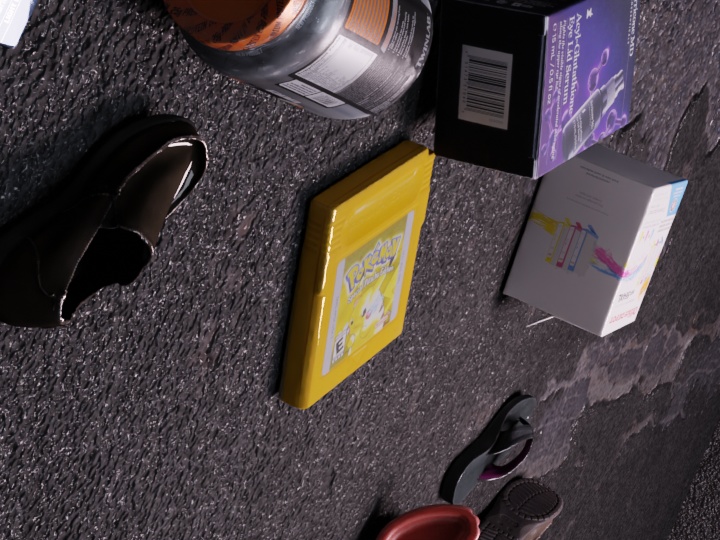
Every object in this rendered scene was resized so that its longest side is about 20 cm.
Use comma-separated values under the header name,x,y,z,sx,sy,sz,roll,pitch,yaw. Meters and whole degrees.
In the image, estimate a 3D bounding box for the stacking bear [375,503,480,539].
name,x,y,z,sx,sy,sz,roll,pitch,yaw
stacking bear,0.073,0.331,1.886,0.200,0.114,0.122,76,18,-72

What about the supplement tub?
name,x,y,z,sx,sy,sz,roll,pitch,yaw
supplement tub,-0.040,-0.171,1.101,0.123,0.123,0.200,-67,157,3

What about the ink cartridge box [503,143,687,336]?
name,x,y,z,sx,sy,sz,roll,pitch,yaw
ink cartridge box,0.255,-0.025,1.900,0.129,0.125,0.200,-15,125,-62

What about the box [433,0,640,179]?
name,x,y,z,sx,sy,sz,roll,pitch,yaw
box,0.158,-0.183,1.517,0.200,0.104,0.148,-32,130,-51

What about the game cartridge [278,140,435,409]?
name,x,y,z,sx,sy,sz,roll,pitch,yaw
game cartridge,0.000,0.000,1.484,0.176,0.032,0.200,-36,145,-50

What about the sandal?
name,x,y,z,sx,sy,sz,roll,pitch,yaw
sandal,0.165,0.221,2.052,0.200,0.048,0.075,-41,148,-44

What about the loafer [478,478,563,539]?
name,x,y,z,sx,sy,sz,roll,pitch,yaw
loafer,0.188,0.332,2.208,0.200,0.073,0.071,-29,149,-48

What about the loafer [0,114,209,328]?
name,x,y,z,sx,sy,sz,roll,pitch,yaw
loafer,-0.152,-0.023,1.070,0.200,0.071,0.073,-48,152,-36

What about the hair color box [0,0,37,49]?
name,x,y,z,sx,sy,sz,roll,pitch,yaw
hair color box,-0.226,-0.158,0.731,0.061,0.100,0.200,-65,157,3
